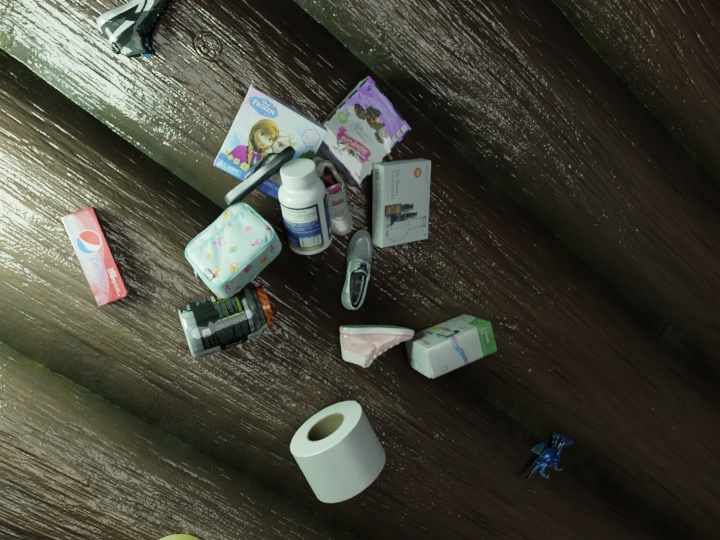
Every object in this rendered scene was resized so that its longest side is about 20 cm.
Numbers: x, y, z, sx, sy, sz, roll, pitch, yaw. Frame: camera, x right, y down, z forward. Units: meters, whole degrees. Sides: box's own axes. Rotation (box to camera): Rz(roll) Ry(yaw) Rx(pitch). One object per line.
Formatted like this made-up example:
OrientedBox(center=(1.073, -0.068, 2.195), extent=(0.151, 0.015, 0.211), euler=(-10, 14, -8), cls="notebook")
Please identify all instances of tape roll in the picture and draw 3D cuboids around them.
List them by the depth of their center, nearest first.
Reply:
OrientedBox(center=(-0.054, 0.435, 1.439), extent=(0.200, 0.202, 0.141), euler=(-32, 105, -14), cls="tape roll")

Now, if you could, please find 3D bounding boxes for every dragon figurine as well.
OrientedBox(center=(0.538, 0.544, 1.742), extent=(0.195, 0.059, 0.102), euler=(-14, 99, -19), cls="dragon figurine")

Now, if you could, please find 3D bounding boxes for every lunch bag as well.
OrientedBox(center=(-0.293, -0.049, 1.344), extent=(0.199, 0.078, 0.160), euler=(-42, 66, -14), cls="lunch bag")

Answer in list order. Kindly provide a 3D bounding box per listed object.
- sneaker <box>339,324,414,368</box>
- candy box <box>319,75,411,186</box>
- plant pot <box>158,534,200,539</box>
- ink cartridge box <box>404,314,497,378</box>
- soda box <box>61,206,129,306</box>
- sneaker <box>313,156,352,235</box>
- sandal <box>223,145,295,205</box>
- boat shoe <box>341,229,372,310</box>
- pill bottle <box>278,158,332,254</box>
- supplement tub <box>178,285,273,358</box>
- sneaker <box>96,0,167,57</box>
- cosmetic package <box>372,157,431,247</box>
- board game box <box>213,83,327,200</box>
OrientedBox(center=(0.041, 0.194, 1.520), extent=(0.195, 0.075, 0.108), euler=(1, 90, -12), cls="sneaker")
OrientedBox(center=(-0.001, -0.338, 1.462), extent=(0.168, 0.071, 0.201), euler=(46, 80, -18), cls="candy box")
OrientedBox(center=(-0.424, 0.737, 1.359), extent=(0.195, 0.142, 0.206), euler=(-2, 95, -20), cls="plant pot")
OrientedBox(center=(0.232, 0.194, 1.553), extent=(0.196, 0.144, 0.086), euler=(-19, 100, -17), cls="ink cartridge box")
OrientedBox(center=(-0.570, -0.030, 1.283), extent=(0.069, 0.063, 0.204), euler=(-22, 101, -17), cls="soda box")
OrientedBox(center=(-0.072, -0.178, 1.440), extent=(0.080, 0.088, 0.204), euler=(-29, 104, -15), cls="sneaker")
OrientedBox(center=(-0.233, -0.220, 1.336), extent=(0.198, 0.076, 0.043), euler=(-35, 91, 9), cls="sandal")
OrientedBox(center=(-0.001, 0.000, 1.490), extent=(0.068, 0.071, 0.206), euler=(9, 91, -20), cls="boat shoe")
OrientedBox(center=(-0.129, -0.148, 1.369), extent=(0.109, 0.111, 0.204), euler=(-21, 131, -17), cls="pill bottle")
OrientedBox(center=(-0.305, 0.112, 1.361), extent=(0.196, 0.122, 0.126), euler=(-19, 101, -17), cls="supplement tub")
OrientedBox(center=(-0.453, -0.531, 1.285), extent=(0.197, 0.073, 0.114), euler=(-31, 107, -7), cls="sneaker")
OrientedBox(center=(0.103, -0.171, 1.490), extent=(0.148, 0.051, 0.205), euler=(-13, 113, -32), cls="cosmetic package")
OrientedBox(center=(-0.206, -0.286, 1.367), extent=(0.197, 0.041, 0.202), euler=(25, 110, -20), cls="board game box")
